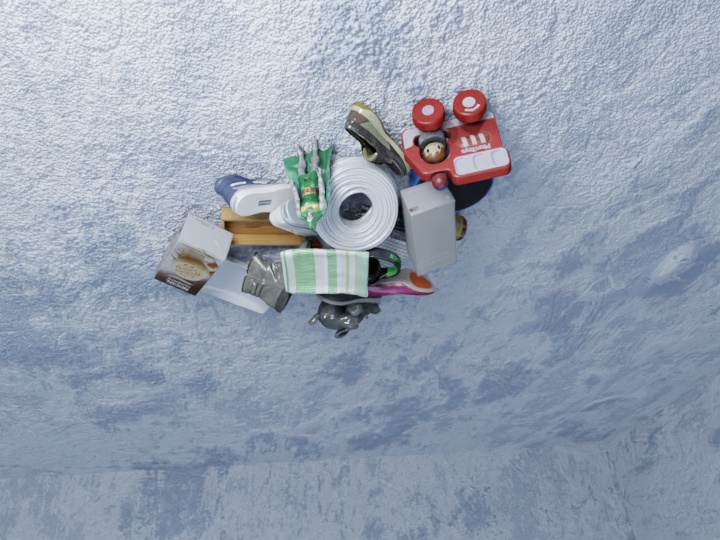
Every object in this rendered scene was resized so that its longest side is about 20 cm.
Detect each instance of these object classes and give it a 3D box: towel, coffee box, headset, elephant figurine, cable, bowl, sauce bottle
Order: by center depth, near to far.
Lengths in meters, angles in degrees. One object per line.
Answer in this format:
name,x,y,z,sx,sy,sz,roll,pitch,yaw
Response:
cable,-0.011,-0.139,1.278,0.192,0.070,0.206,0,117,-11
bowl,0.205,-0.200,1.340,0.193,0.041,0.203,-5,147,-3
towel,-0.078,0.007,1.343,0.192,0.024,0.155,4,142,3
headset,0.000,0.000,1.394,0.194,0.097,0.123,-5,155,31
coffee box,-0.390,-0.032,1.398,0.112,0.082,0.199,25,143,-22
sauce bottle,0.162,-0.117,1.438,0.194,0.068,0.066,10,144,-22
towel,0.036,-0.069,1.468,0.195,0.088,0.165,14,143,-33
elephant figurine,-0.040,0.128,1.724,0.150,0.146,0.200,18,168,13

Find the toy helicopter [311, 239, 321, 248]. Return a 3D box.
toy helicopter,-0.109,0.003,1.558,0.130,0.081,0.198,-32,153,23

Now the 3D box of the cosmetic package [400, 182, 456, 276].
cosmetic package,0.153,-0.094,1.337,0.103,0.092,0.204,-16,136,-6

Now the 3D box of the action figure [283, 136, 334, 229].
action figure,-0.099,-0.166,1.174,0.115,0.206,0.055,-17,147,15

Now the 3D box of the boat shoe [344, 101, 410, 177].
boat shoe,0.029,-0.244,1.189,0.066,0.073,0.200,-53,131,-7

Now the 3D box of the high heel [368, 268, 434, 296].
high heel,0.087,0.042,1.513,0.194,0.069,0.097,18,136,-11

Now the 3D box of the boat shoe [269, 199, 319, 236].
boat shoe,-0.126,-0.109,1.329,0.068,0.074,0.198,-17,171,28

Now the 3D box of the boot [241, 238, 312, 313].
boot,-0.204,-0.008,1.436,0.128,0.068,0.204,29,105,0

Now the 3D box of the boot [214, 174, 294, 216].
boot,-0.213,-0.169,1.281,0.197,0.090,0.074,-8,131,-52

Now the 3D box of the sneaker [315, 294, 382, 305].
sneaker,-0.024,0.024,1.576,0.194,0.075,0.110,-3,116,-30

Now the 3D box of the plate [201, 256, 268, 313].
plate,-0.305,0.032,1.558,0.195,0.033,0.199,23,144,-20

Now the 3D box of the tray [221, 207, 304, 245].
tray,-0.225,-0.102,1.403,0.192,0.038,0.100,0,147,-11

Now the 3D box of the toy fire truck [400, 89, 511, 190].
toy fire truck,0.179,-0.237,1.154,0.193,0.173,0.113,-11,148,5
